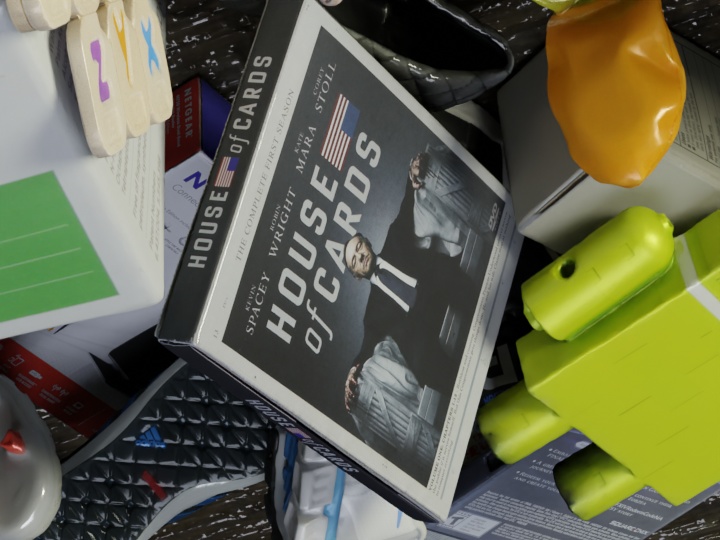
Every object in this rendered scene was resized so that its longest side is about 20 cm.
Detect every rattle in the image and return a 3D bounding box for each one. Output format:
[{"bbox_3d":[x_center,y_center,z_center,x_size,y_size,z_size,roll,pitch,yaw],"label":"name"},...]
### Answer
[{"bbox_3d":[0.073,-0.153,0.925,0.129,0.144,0.201,11,147,10],"label":"rattle"}]

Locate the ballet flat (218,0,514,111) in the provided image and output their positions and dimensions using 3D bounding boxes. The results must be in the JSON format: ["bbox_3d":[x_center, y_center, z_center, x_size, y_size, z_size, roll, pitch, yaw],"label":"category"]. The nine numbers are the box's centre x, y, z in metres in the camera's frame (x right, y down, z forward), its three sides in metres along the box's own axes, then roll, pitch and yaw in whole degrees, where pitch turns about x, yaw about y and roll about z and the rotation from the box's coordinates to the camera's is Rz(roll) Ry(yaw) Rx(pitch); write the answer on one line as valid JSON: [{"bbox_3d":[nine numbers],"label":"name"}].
[{"bbox_3d":[-0.012,-0.126,0.992,0.057,0.067,0.199,-13,151,39],"label":"ballet flat"}]

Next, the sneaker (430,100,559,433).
[{"bbox_3d":[0.055,0.005,1.119,0.073,0.112,0.200,-23,137,18],"label":"sneaker"}]

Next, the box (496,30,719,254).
[{"bbox_3d":[0.163,-0.034,1.101,0.199,0.095,0.078,26,130,-29],"label":"box"}]

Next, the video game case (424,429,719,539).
[{"bbox_3d":[0.144,0.092,1.232,0.200,0.019,0.142,-38,141,29],"label":"video game case"}]

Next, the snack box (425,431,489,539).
[{"bbox_3d":[0.073,0.100,1.287,0.199,0.037,0.116,-32,135,27],"label":"snack box"}]

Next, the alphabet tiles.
[{"bbox_3d":[-0.102,-0.143,0.857,0.014,0.200,0.197,-8,101,10],"label":"alphabet tiles"}]

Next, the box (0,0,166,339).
[{"bbox_3d":[-0.190,-0.088,0.919,0.197,0.201,0.172,-13,137,9],"label":"box"}]

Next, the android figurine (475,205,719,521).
[{"bbox_3d":[0.154,0.036,1.070,0.200,0.041,0.182,-37,130,22],"label":"android figurine"}]

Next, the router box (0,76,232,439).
[{"bbox_3d":[-0.083,0.016,1.166,0.179,0.049,0.200,-29,134,26],"label":"router box"}]

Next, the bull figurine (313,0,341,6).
[{"bbox_3d":[-0.016,-0.192,0.890,0.121,0.065,0.201,-3,130,-29],"label":"bull figurine"}]

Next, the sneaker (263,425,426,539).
[{"bbox_3d":[0.012,0.037,1.087,0.086,0.075,0.202,3,109,-18],"label":"sneaker"}]

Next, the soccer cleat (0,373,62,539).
[{"bbox_3d":[-0.185,0.078,1.145,0.077,0.200,0.070,33,87,-41],"label":"soccer cleat"}]

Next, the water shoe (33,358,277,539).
[{"bbox_3d":[-0.088,0.080,1.157,0.199,0.079,0.072,-32,98,1],"label":"water shoe"}]

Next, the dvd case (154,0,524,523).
[{"bbox_3d":[0.000,0.000,0.989,0.025,0.151,0.200,5,158,34],"label":"dvd case"}]
